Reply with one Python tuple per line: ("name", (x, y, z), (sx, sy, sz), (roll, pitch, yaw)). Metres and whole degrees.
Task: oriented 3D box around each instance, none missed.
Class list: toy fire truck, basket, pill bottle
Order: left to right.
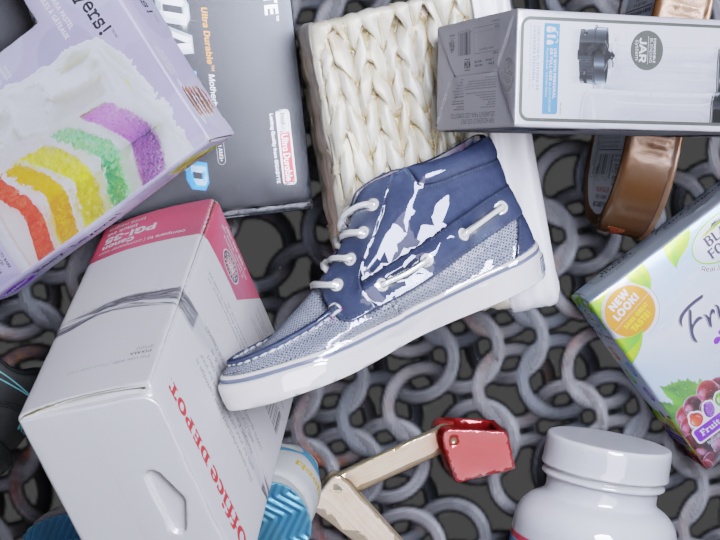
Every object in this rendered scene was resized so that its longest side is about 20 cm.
("toy fire truck", (0.006, 0.179, 1.071), (0.199, 0.049, 0.142), (-10, 96, -6))
("basket", (0.036, -0.070, 1.009), (0.123, 0.136, 0.201), (-11, 97, -5))
("pill bottle", (0.145, 0.208, 1.063), (0.108, 0.109, 0.201), (9, 94, -9))

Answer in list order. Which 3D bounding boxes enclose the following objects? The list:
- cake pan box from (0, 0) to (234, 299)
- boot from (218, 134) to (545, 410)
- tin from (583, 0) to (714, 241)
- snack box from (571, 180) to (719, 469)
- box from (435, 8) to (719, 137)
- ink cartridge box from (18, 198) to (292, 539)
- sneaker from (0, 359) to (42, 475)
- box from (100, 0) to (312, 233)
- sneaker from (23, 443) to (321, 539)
("cake pan box", (-0.202, -0.111, 0.974), (0.184, 0.052, 0.200), (-32, 89, 14))
("boot", (0.000, 0.000, 0.914), (0.199, 0.073, 0.091), (-25, 99, -13))
("tin", (0.182, -0.120, 1.035), (0.042, 0.112, 0.201), (11, 93, -9))
("snack box", (0.263, 0.014, 1.089), (0.200, 0.053, 0.142), (-38, 98, -3))
("box", (0.154, -0.105, 0.903), (0.199, 0.117, 0.060), (-1, 94, -20))
("ink cartridge box", (-0.110, 0.074, 0.946), (0.082, 0.200, 0.147), (-13, 118, 15))
("sneaker", (-0.285, 0.044, 1.016), (0.200, 0.075, 0.079), (40, 76, -16))
("box", (-0.118, -0.129, 1.025), (0.158, 0.046, 0.201), (-6, 96, -6))
("sneaker", (-0.118, 0.162, 1.042), (0.199, 0.081, 0.077), (-13, 107, 14))
